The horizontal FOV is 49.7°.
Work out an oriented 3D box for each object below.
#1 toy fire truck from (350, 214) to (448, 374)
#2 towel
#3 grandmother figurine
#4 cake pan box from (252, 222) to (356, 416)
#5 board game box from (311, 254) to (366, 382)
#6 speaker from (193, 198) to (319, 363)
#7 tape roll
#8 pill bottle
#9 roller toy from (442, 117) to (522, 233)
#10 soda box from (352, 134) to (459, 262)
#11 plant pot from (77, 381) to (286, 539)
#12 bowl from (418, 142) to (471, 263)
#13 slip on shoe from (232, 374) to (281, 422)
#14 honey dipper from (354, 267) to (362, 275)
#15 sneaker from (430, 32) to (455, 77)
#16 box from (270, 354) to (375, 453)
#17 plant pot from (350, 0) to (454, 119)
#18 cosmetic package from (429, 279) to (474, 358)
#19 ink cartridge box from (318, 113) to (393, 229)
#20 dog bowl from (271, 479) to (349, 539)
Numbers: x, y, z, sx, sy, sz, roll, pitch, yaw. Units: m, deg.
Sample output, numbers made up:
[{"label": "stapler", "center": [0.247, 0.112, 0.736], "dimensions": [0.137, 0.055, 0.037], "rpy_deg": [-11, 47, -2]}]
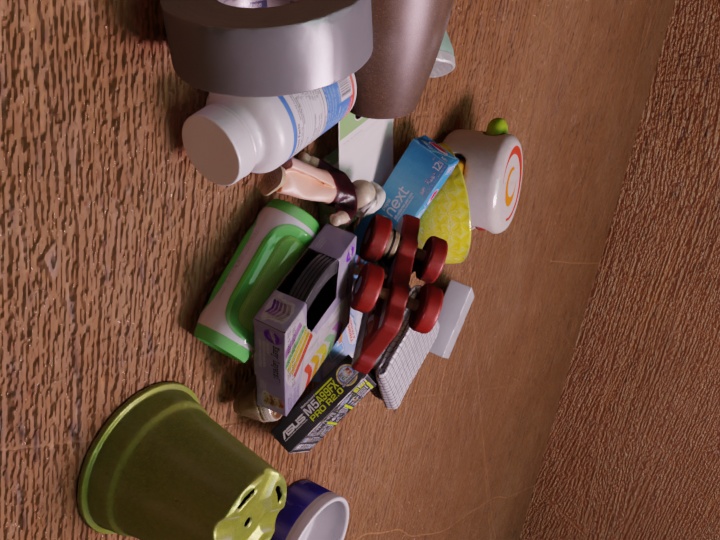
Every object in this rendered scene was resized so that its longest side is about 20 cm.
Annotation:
[{"label": "toy fire truck", "center": [0.037, 0.027, 1.096], "dimensions": [0.168, 0.112, 0.201], "rpy_deg": [125, -19, -52]}, {"label": "towel", "center": [0.064, 0.137, 1.439], "dimensions": [0.200, 0.085, 0.166], "rpy_deg": [-59, 153, -21]}, {"label": "grandmother figurine", "center": [-0.043, -0.108, 1.008], "dimensions": [0.199, 0.060, 0.122], "rpy_deg": [8, 58, -46]}, {"label": "cake pan box", "center": [-0.070, 0.062, 1.008], "dimensions": [0.201, 0.052, 0.184], "rpy_deg": [96, 21, -48]}, {"label": "board game box", "center": [-0.031, 0.062, 1.204], "dimensions": [0.200, 0.036, 0.152], "rpy_deg": [-30, 113, -50]}, {"label": "speaker", "center": [-0.129, 0.012, 0.985], "dimensions": [0.201, 0.088, 0.088], "rpy_deg": [-62, 152, -13]}, {"label": "tape roll", "center": [-0.088, -0.242, 0.751], "dimensions": [0.200, 0.200, 0.066], "rpy_deg": [-44, 143, -39]}, {"label": "pill bottle", "center": [-0.102, -0.178, 0.869], "dimensions": [0.200, 0.112, 0.113], "rpy_deg": [-43, 144, -39]}, {"label": "roller toy", "center": [0.209, -0.162, 1.423], "dimensions": [0.183, 0.139, 0.200], "rpy_deg": [74, 34, -45]}, {"label": "soda box", "center": [0.062, -0.102, 1.173], "dimensions": [0.200, 0.068, 0.064], "rpy_deg": [-56, 171, 24]}, {"label": "plant pot", "center": [-0.197, 0.261, 0.930], "dimensions": [0.200, 0.184, 0.201], "rpy_deg": [-41, 142, -43]}, {"label": "bowl", "center": [0.097, -0.101, 1.273], "dimensions": [0.107, 0.200, 0.201], "rpy_deg": [-11, 130, -10]}, {"label": "slip on shoe", "center": [-0.121, 0.158, 1.140], "dimensions": [0.200, 0.060, 0.076], "rpy_deg": [-56, 134, -61]}, {"label": "honey dipper", "center": [0.000, 0.000, 1.189], "dimensions": [0.200, 0.038, 0.038], "rpy_deg": [6, 104, -52]}, {"label": "sneaker", "center": [0.045, -0.347, 1.091], "dimensions": [0.200, 0.074, 0.119], "rpy_deg": [3, 71, -42]}, {"label": "box", "center": [-0.051, 0.210, 1.202], "dimensions": [0.160, 0.044, 0.200], "rpy_deg": [-45, 168, -5]}, {"label": "plant pot", "center": [0.025, -0.293, 0.934], "dimensions": [0.187, 0.186, 0.201], "rpy_deg": [-39, 141, -44]}, {"label": "cosmetic package", "center": [0.186, 0.106, 1.624], "dimensions": [0.200, 0.051, 0.151], "rpy_deg": [38, 72, -78]}, {"label": "ink cartridge box", "center": [-0.005, -0.177, 1.117], "dimensions": [0.146, 0.048, 0.201], "rpy_deg": [-45, 145, -39]}, {"label": "dog bowl", "center": [-0.107, 0.476, 1.368], "dimensions": [0.200, 0.079, 0.201], "rpy_deg": [-41, 141, -43]}]
